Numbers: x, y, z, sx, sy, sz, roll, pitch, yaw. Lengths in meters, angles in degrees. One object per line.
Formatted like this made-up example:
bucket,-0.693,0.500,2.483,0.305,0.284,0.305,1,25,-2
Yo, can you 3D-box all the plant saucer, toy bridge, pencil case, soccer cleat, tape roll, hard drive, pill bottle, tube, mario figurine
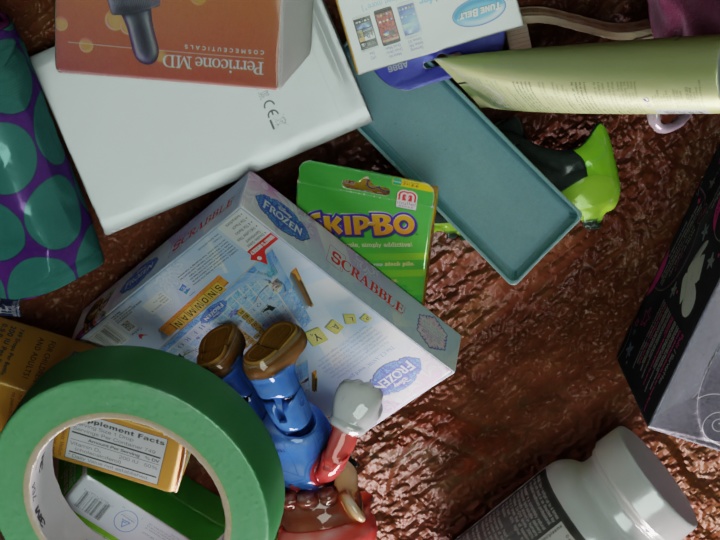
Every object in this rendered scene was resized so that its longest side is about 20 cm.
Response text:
plant saucer,0.059,-0.084,1.600,0.200,0.019,0.070,46,99,4
toy bridge,0.113,-0.147,1.621,0.199,0.027,0.068,-14,115,2
pencil case,-0.246,-0.076,1.585,0.092,0.085,0.201,-6,117,22
soccer cleat,0.082,-0.064,1.644,0.198,0.068,0.082,-4,87,4
tape roll,-0.152,0.150,1.593,0.199,0.048,0.202,6,118,11
hard drive,-0.108,-0.123,1.589,0.199,0.027,0.133,-23,96,5
pill bottle,0.146,0.214,1.747,0.200,0.117,0.116,-40,113,13
tube,0.151,-0.128,1.538,0.199,0.052,0.058,0,117,30
mario figurine,-0.040,0.117,1.642,0.106,0.123,0.201,-31,121,-14

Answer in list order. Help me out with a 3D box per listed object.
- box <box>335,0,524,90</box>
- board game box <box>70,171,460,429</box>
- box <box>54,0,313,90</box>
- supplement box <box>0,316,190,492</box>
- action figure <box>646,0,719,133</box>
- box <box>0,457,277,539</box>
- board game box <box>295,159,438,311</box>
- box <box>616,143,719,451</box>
box,0.032,-0.221,1.551,0.118,0.041,0.201,-17,102,2
board game box,-0.067,0.049,1.649,0.199,0.041,0.200,39,129,-21
box,-0.109,-0.228,1.486,0.151,0.106,0.201,5,108,8
supplement box,-0.212,0.089,1.648,0.199,0.067,0.069,18,133,-2
action figure,0.202,-0.219,1.569,0.200,0.134,0.149,44,142,0
box,-0.174,0.241,1.736,0.199,0.097,0.177,33,108,-19
board game box,0.000,0.000,1.634,0.095,0.030,0.201,11,137,6
box,0.290,0.025,1.673,0.131,0.115,0.201,18,112,-14
